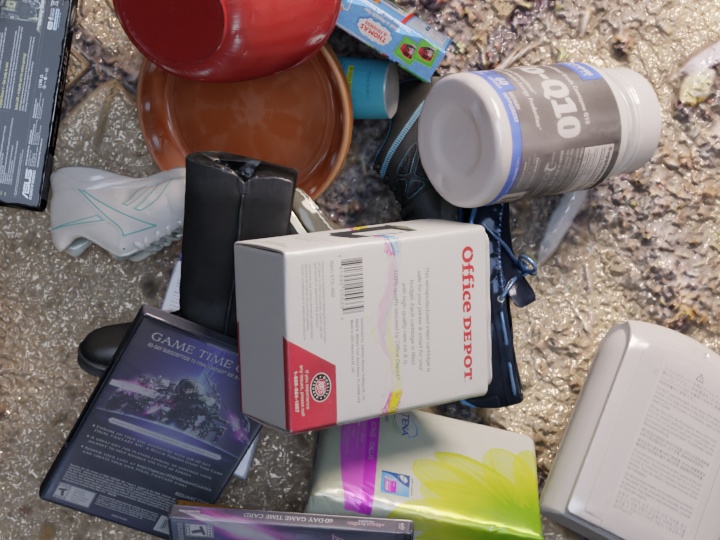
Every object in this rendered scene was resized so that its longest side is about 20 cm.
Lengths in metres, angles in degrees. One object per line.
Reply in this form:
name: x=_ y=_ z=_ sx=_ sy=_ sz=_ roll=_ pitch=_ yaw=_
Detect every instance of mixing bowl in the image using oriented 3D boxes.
mixing bowl: x=-0.124 y=-0.227 z=1.212 sx=0.199 sy=0.108 sz=0.201 roll=13 pitch=125 yaw=19

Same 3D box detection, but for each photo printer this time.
photo printer: x=0.261 y=0.154 z=1.347 sx=0.166 sy=0.069 sz=0.201 roll=28 pitch=74 yaw=-16

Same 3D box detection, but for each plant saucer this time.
plant saucer: x=-0.100 y=-0.142 z=1.336 sx=0.199 sy=0.032 sz=0.202 roll=6 pitch=111 yaw=17

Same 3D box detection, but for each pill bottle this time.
pill bottle: x=0.159 y=-0.121 z=1.319 sx=0.199 sy=0.114 sz=0.115 roll=-11 pitch=88 yaw=-35

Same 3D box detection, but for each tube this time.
tube: x=-0.066 y=-0.164 z=1.360 sx=0.198 sy=0.050 sz=0.078 roll=3 pitch=81 yaw=16

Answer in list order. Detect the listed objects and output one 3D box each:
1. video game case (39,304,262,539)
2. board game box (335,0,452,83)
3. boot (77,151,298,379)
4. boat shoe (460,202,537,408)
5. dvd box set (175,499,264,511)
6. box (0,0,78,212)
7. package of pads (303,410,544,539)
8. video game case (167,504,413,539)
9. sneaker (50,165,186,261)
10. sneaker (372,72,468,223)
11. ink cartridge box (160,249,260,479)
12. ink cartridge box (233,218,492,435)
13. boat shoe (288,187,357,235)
video game case: x=-0.163 y=0.135 z=1.284 sx=0.142 sy=0.019 sz=0.201 roll=23 pitch=112 yaw=-23
board game box: x=-0.014 y=-0.237 z=1.326 sx=0.199 sy=0.151 sz=0.037 roll=34 pitch=103 yaw=-2
boot: x=-0.144 y=-0.002 z=1.267 sx=0.164 sy=0.066 sz=0.201 roll=4 pitch=119 yaw=-14
boat shoe: x=0.127 y=0.022 z=1.365 sx=0.068 sy=0.084 sz=0.202 roll=5 pitch=101 yaw=15
dvd box set: x=-0.071 y=0.278 z=1.326 sx=0.198 sy=0.029 sz=0.147 roll=8 pitch=115 yaw=-4
box: x=-0.345 y=-0.163 z=1.351 sx=0.159 sy=0.044 sz=0.202 roll=8 pitch=87 yaw=-4
package of pads: x=0.055 y=0.187 z=1.312 sx=0.199 sy=0.155 sz=0.069 roll=13 pitch=118 yaw=-3
video game case: x=-0.056 y=0.255 z=1.264 sx=0.198 sy=0.019 sz=0.144 roll=4 pitch=128 yaw=5
sneaker: x=-0.179 y=-0.046 z=1.325 sx=0.199 sy=0.070 sz=0.081 roll=0 pitch=75 yaw=17
sneaker: x=0.054 y=-0.075 z=1.373 sx=0.081 sy=0.073 sz=0.202 roll=-1 pitch=81 yaw=11
ink cartridge box: x=-0.129 y=0.073 z=1.358 sx=0.119 sy=0.042 sz=0.201 roll=17 pitch=89 yaw=-3
ink cartridge box: x=0.004 y=0.041 z=1.248 sx=0.199 sy=0.083 sz=0.147 roll=-8 pitch=101 yaw=-33
boat shoe: x=-0.001 y=-0.001 z=1.338 sx=0.060 sy=0.072 sz=0.202 roll=-41 pitch=111 yaw=-4
